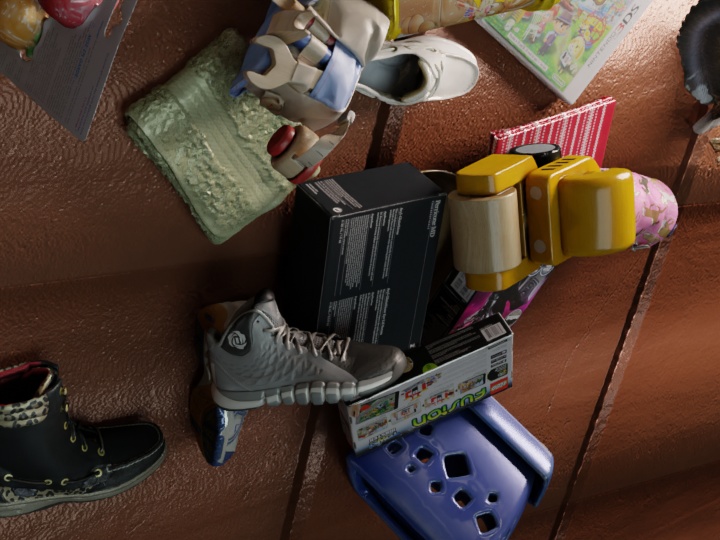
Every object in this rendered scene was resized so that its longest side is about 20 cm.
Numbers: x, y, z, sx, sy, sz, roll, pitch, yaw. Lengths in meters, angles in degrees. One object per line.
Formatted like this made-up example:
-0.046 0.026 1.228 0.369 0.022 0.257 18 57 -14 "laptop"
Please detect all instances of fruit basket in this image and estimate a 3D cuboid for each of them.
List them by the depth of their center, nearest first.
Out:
-0.226 -0.223 1.021 0.094 0.200 0.185 -4 123 -53 "fruit basket"

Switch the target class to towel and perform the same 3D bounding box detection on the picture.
-0.125 -0.123 1.290 0.148 0.036 0.200 -41 137 -8 "towel"
0.211 -0.117 1.549 0.200 0.022 0.145 -20 131 -35 "towel"

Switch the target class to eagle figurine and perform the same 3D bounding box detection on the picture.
0.463 -0.243 1.618 0.152 0.151 0.200 -40 120 -71 "eagle figurine"

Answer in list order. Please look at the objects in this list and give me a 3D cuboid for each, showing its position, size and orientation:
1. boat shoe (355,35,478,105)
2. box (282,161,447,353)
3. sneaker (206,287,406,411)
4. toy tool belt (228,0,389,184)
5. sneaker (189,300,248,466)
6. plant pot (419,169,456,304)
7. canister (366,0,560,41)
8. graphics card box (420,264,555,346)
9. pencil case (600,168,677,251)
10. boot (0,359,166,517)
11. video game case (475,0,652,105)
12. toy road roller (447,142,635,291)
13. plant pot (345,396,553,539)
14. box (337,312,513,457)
0.049 -0.193 1.349 0.200 0.069 0.071 -3 120 -37 "boat shoe"
0.000 0.000 1.408 0.141 0.079 0.200 -11 127 -29 "box"
-0.060 0.070 1.334 0.200 0.075 0.116 -9 107 6 "sneaker"
-0.067 -0.186 1.198 0.123 0.125 0.200 36 56 -24 "toy tool belt"
-0.128 0.122 1.440 0.088 0.075 0.200 -12 128 -32 "sneaker"
0.048 -0.027 1.502 0.200 0.027 0.200 -20 130 -25 "plant pot"
0.092 -0.305 1.280 0.200 0.087 0.149 -18 119 -25 "canister"
0.135 0.044 1.572 0.125 0.051 0.200 1 128 -48 "graphics card box"
0.290 -0.072 1.584 0.200 0.087 0.083 4 146 -47 "pencil case"
-0.285 0.156 1.337 0.203 0.073 0.154 -13 132 -26 "boot"
0.230 -0.295 1.450 0.182 0.022 0.200 -53 136 6 "video game case"
0.196 -0.059 1.403 0.200 0.146 0.123 -26 115 -48 "toy road roller"
0.114 0.246 1.598 0.180 0.200 0.200 -43 163 -13 "plant pot"
0.073 0.127 1.490 0.200 0.035 0.110 -23 144 -12 "box"
